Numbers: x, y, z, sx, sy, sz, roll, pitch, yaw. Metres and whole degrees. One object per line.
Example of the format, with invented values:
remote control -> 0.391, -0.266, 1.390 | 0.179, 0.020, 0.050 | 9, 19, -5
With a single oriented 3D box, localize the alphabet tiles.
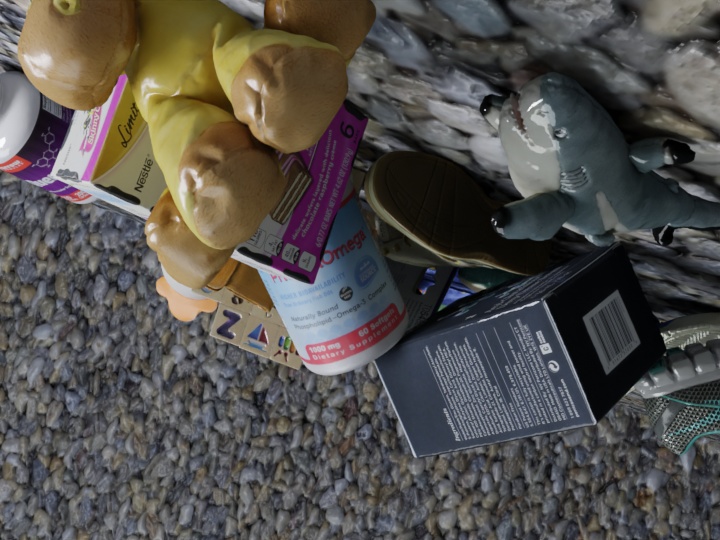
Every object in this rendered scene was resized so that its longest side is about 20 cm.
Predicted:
alphabet tiles -> -0.071, -0.016, 0.884 | 0.164, 0.204, 0.006 | 18, 177, 10

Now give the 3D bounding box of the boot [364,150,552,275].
boot -> 0.053, -0.045, 0.797 | 0.198, 0.074, 0.154 | 20, 172, -34

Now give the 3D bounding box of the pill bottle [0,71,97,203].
pill bottle -> -0.388, -0.163, 1.082 | 0.111, 0.114, 0.199 | 16, 173, 35

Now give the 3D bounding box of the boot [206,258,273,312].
boot -> -0.137, -0.064, 0.845 | 0.199, 0.145, 0.071 | 33, 169, -4

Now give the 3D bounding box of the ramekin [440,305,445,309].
ramekin -> 0.105, 0.033, 1.214 | 0.197, 0.099, 0.200 | 20, 174, 2

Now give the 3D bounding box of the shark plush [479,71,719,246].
shark plush -> 0.152, -0.047, 0.513 | 0.198, 0.092, 0.083 | 28, 141, -23

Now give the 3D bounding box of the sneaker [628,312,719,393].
sneaker -> 0.319, 0.068, 0.980 | 0.076, 0.112, 0.199 | 40, 134, -15

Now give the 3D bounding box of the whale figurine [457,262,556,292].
whale figurine -> 0.196, 0.028, 0.931 | 0.157, 0.105, 0.199 | -21, -131, -38

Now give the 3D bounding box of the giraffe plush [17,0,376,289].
giraffe plush -> -0.101, -0.117, 0.464 | 0.161, 0.173, 0.201 | 32, -156, -16

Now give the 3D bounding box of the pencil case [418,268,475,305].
pencil case -> 0.109, 0.008, 1.070 | 0.197, 0.080, 0.087 | 18, -173, 22

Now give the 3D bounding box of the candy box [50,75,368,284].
candy box -> -0.095, -0.088, 0.627 | 0.060, 0.139, 0.198 | 12, 170, 46

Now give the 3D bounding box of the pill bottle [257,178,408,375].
pill bottle -> -0.040, -0.020, 0.785 | 0.108, 0.108, 0.203 | 10, 129, 61

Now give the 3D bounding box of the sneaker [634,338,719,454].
sneaker -> 0.336, 0.101, 0.770 | 0.196, 0.093, 0.078 | -15, -176, 14

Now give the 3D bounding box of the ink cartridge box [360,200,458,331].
ink cartridge box -> 0.000, 0.000, 0.959 | 0.197, 0.200, 0.041 | 19, 130, 12

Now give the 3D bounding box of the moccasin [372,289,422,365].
moccasin -> 0.052, 0.072, 0.969 | 0.073, 0.079, 0.201 | 26, -170, -25

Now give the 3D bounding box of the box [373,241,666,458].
box -> 0.137, 0.072, 0.790 | 0.198, 0.109, 0.147 | -24, -178, 44

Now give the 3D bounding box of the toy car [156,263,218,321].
toy car -> -0.203, -0.043, 1.092 | 0.174, 0.203, 0.184 | 19, 174, 11
